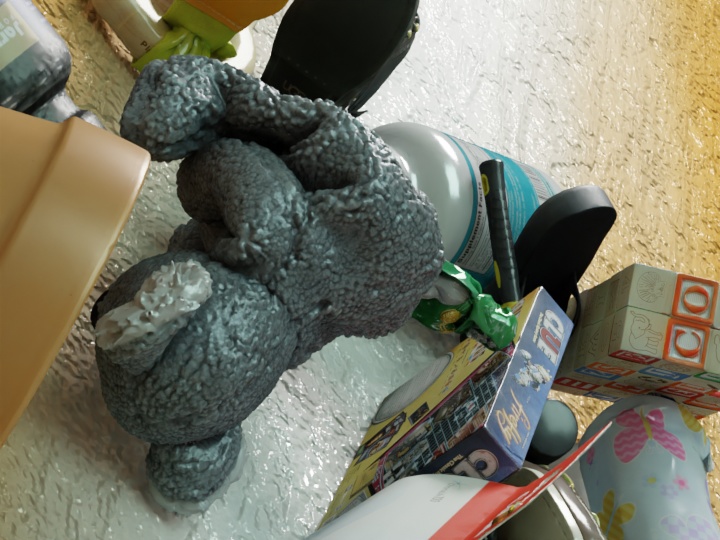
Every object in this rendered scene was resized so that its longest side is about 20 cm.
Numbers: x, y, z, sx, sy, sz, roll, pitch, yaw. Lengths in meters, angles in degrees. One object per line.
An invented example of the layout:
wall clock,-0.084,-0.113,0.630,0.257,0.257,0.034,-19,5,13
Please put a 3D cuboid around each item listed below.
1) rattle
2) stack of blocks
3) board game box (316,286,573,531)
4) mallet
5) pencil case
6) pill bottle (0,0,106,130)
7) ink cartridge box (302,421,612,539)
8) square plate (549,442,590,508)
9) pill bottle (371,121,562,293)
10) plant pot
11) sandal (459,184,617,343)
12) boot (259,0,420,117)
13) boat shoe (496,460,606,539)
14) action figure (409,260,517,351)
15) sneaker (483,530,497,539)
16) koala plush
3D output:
rattle,-0.083,-0.204,1.756,0.130,0.143,0.200,36,30,8
stack of blocks,0.202,0.050,1.782,0.114,0.200,0.059,13,79,-8
board game box,0.051,0.095,1.596,0.035,0.135,0.200,49,25,-9
mallet,0.101,0.027,1.707,0.041,0.066,0.201,-4,86,-22
pencil case,0.198,0.176,1.744,0.090,0.083,0.201,17,39,-22
pill bottle,-0.223,-0.116,1.414,0.200,0.112,0.112,50,25,-6
ink cartridge box,0.025,0.135,1.417,0.047,0.200,0.160,55,24,2
square plate,0.154,0.198,1.773,0.198,0.028,0.201,17,43,-52
pill bottle,0.050,-0.035,1.795,0.200,0.111,0.111,17,43,-52
plant pot,-0.204,0.000,1.227,0.140,0.200,0.200,29,29,-9
sandal,0.117,0.020,1.779,0.076,0.200,0.043,-16,61,-23
boot,-0.003,-0.149,1.766,0.069,0.200,0.174,43,31,4
boat shoe,0.109,0.152,1.607,0.059,0.072,0.200,10,5,-20
action figure,0.000,0.000,1.596,0.199,0.055,0.118,21,-16,8
sneaker,0.059,0.212,1.561,0.200,0.075,0.080,-106,178,-50
koala plush,-0.071,0.016,1.442,0.200,0.183,0.178,-54,149,-39
